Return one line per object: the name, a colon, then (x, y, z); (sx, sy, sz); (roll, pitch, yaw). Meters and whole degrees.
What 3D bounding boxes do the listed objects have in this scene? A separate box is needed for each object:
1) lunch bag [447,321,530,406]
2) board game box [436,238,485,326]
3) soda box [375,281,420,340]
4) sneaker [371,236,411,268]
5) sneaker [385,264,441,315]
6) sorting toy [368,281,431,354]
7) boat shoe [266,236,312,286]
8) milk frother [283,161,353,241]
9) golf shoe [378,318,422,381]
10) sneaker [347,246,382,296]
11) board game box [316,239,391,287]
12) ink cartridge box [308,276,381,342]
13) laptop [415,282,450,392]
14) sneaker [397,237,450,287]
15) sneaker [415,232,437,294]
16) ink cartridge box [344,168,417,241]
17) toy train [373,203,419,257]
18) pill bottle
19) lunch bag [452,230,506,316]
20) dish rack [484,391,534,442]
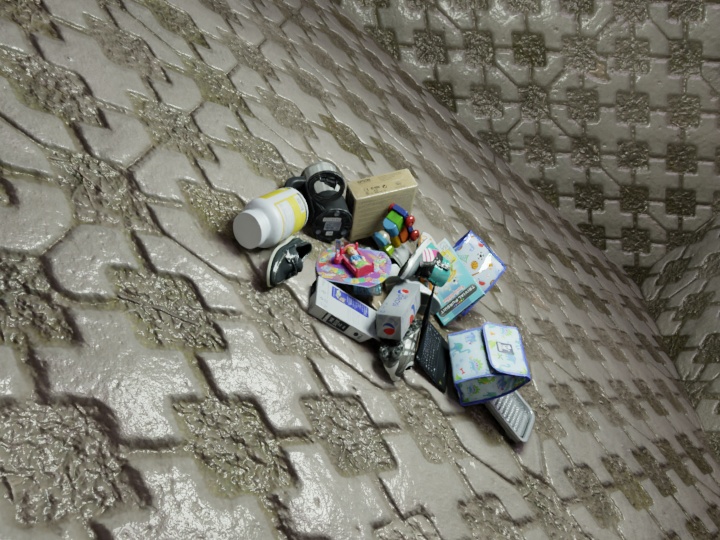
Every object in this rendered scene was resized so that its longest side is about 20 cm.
lunch bag: (0.337, 0.239, 1.513); (0.173, 0.193, 0.130); (-89, 162, -48)
board game box: (0.253, 0.034, 1.705); (0.203, 0.150, 0.047); (56, 13, 18)
soda box: (0.098, 0.097, 1.434); (0.066, 0.066, 0.200); (5, 23, 18)
sneaker: (0.072, -0.080, 1.695); (0.201, 0.074, 0.115); (49, 28, 1)
sneaker: (0.149, 0.048, 1.583); (0.198, 0.070, 0.082); (36, 30, -23)
sorting toy: (0.106, 0.111, 1.560); (0.201, 0.036, 0.186); (49, 30, -5)
boat shoe: (-0.159, -0.020, 1.325); (0.064, 0.077, 0.200); (9, 22, 9)
milk frother: (-0.097, -0.222, 1.528); (0.176, 0.201, 0.192); (13, 42, -35)
golf shoe: (0.104, 0.192, 1.422); (0.200, 0.075, 0.098); (-42, 124, -51)
sneaker: (0.000, 0.000, 1.509); (0.083, 0.080, 0.201); (-8, 26, -6)
board game box: (-0.017, -0.028, 1.448); (0.192, 0.040, 0.160); (9, 36, 11)
ink cartridge box: (-0.035, 0.103, 1.385); (0.197, 0.039, 0.101); (32, 33, -21)
laptop: (0.206, 0.172, 1.501); (0.201, 0.102, 0.179); (49, 32, -17)
sneaker: (0.181, 0.000, 1.548); (0.120, 0.084, 0.200); (42, 37, 4)
sneaker: (0.178, -0.011, 1.678); (0.076, 0.076, 0.208); (16, 70, -34)
ink cartridge box: (0.052, -0.185, 1.627); (0.194, 0.167, 0.076); (-15, 55, -21)
toy train: (0.104, -0.084, 1.622); (0.084, 0.116, 0.201); (36, -13, 31)
pill bottle: (-0.212, -0.121, 1.351); (0.112, 0.112, 0.200); (46, 31, 3)
lunch bag: (0.330, 0.004, 1.784); (0.169, 0.201, 0.124); (42, 15, -2)
dish rack: (0.399, 0.373, 1.606); (0.201, 0.044, 0.171); (50, 30, 6)
